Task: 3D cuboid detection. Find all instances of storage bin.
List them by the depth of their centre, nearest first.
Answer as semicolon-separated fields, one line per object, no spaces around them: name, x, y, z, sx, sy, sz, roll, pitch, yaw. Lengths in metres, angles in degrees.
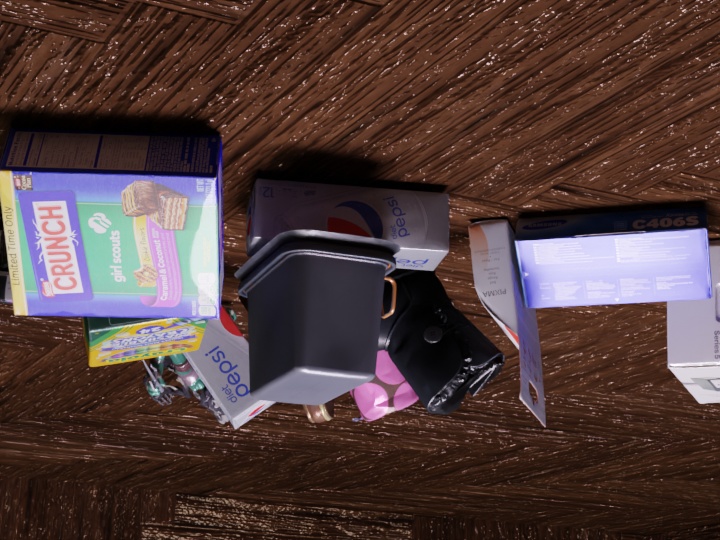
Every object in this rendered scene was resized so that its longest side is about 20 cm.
storage bin;-0.039;0.055;1.461;0.145;0.135;0.200;7;164;-20

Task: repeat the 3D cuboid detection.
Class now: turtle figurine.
turtle figurine;-0.233;0.090;1.934;0.150;0.101;0.200;-41;160;-1

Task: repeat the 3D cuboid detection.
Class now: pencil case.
pencil case;-0.010;0.080;1.739;0.091;0.200;0.094;-26;-168;6

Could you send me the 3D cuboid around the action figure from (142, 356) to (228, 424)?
action figure;-0.215;0.149;2.100;0.200;0.119;0.102;-2;156;45

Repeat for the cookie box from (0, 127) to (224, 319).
cookie box;-0.232;-0.042;1.392;0.199;0.075;0.172;1;127;-2

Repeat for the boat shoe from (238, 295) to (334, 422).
boat shoe;-0.087;0.096;1.746;0.067;0.200;0.072;-25;156;3

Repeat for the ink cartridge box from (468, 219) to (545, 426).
ink cartridge box;0.164;0.062;1.627;0.050;0.201;0.162;-6;162;15

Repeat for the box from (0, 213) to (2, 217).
box;-0.389;-0.011;1.704;0.136;0.038;0.200;12;160;-33

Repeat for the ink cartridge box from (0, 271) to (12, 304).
ink cartridge box;-0.329;0.029;1.631;0.094;0.037;0.200;3;176;25

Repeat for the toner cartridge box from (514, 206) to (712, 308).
toner cartridge box;0.270;-0.013;1.568;0.199;0.043;0.095;-3;126;14

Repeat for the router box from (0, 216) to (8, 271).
router box;-0.272;-0.025;1.567;0.200;0.062;0.150;9;167;-30

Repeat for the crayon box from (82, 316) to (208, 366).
crayon box;-0.234;0.058;1.588;0.125;0.052;0.200;-9;167;-12

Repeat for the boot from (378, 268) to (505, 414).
boot;0.036;0.085;1.585;0.200;0.168;0.077;-24;149;-20

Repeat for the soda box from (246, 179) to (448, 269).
soda box;-0.013;-0.046;1.494;0.199;0.064;0.068;4;162;-10

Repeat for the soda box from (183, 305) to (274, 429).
soda box;-0.176;0.083;1.727;0.068;0.200;0.063;-33;167;-11

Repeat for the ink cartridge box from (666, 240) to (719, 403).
ink cartridge box;0.413;0.063;1.706;0.084;0.146;0.200;-4;162;22
